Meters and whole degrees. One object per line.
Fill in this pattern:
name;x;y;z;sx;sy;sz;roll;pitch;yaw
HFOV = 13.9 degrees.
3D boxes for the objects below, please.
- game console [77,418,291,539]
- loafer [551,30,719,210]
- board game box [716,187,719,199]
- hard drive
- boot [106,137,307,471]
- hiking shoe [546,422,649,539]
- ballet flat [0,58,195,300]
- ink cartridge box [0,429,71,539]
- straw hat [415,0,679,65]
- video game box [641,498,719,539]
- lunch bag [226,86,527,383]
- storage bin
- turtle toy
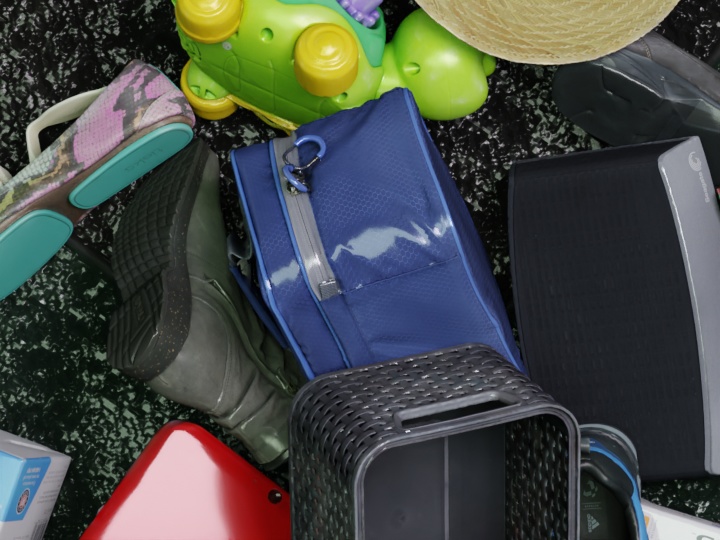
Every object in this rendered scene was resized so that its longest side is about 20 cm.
game console;-0.093;0.216;1.729;0.200;0.119;0.172;38;135;-8
loafer;0.211;-0.088;1.732;0.200;0.073;0.072;33;49;-8
board game box;0.282;0.032;1.710;0.103;0.019;0.200;-16;107;5
hard drive;0.152;0.029;1.717;0.135;0.042;0.200;-7;96;28
boot;-0.082;0.023;1.750;0.131;0.200;0.068;36;126;-27
hiking shoe;0.137;0.189;1.674;0.074;0.087;0.200;-13;93;11
ballet flat;-0.190;-0.054;1.785;0.200;0.069;0.071;-39;66;8
ink cartridge box;-0.247;0.195;1.755;0.068;0.116;0.200;19;90;9
straw hat;0.108;-0.202;1.740;0.201;0.085;0.201;1;75;-4
video game box;0.215;0.253;1.732;0.182;0.047;0.200;16;90;10
lunch bag;0.000;0.000;1.685;0.132;0.200;0.136;-22;46;6
storage bin;0.041;0.155;1.630;0.135;0.094;0.200;-11;116;-22
turtle toy;-0.021;-0.134;1.737;0.200;0.146;0.101;24;70;7
